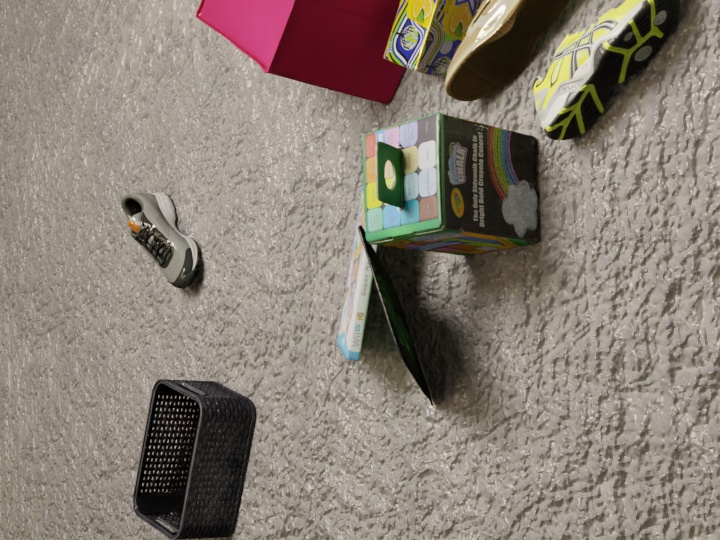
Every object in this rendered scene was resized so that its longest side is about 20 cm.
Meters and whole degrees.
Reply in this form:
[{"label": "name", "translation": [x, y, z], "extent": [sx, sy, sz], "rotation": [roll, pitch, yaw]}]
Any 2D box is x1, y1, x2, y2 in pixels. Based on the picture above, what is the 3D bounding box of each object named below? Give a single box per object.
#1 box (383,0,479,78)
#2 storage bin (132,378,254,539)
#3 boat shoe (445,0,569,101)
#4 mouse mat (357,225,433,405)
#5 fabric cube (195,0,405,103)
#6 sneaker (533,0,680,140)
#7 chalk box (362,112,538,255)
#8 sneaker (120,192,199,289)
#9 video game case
[{"label": "box", "translation": [0.098, -0.330, 1.461], "extent": [0.064, 0.070, 0.202], "rotation": [30, 107, 45]}, {"label": "storage bin", "translation": [-0.234, 0.263, 1.754], "extent": [0.135, 0.093, 0.202], "rotation": [17, 97, 50]}, {"label": "boat shoe", "translation": [0.161, -0.272, 1.387], "extent": [0.200, 0.074, 0.067], "rotation": [-46, 40, 34]}, {"label": "mouse mat", "translation": [0.041, 0.054, 1.406], "extent": [0.007, 0.200, 0.162], "rotation": [-21, 64, 6]}, {"label": "fabric cube", "translation": [-0.050, -0.345, 1.540], "extent": [0.196, 0.198, 0.201], "rotation": [43, 116, 42]}, {"label": "sneaker", "translation": [0.240, -0.225, 1.275], "extent": [0.200, 0.075, 0.077], "rotation": [-48, 52, 33]}, {"label": "chalk box", "translation": [0.081, -0.091, 1.346], "extent": [0.123, 0.199, 0.126], "rotation": [-10, 77, 48]}, {"label": "sneaker", "translation": [-0.306, -0.045, 1.894], "extent": [0.074, 0.079, 0.201], "rotation": [-57, 48, 25]}, {"label": "video game case", "translation": [0.000, 0.000, 1.513], "extent": [0.143, 0.018, 0.202], "rotation": [-149, 67, -83]}]
